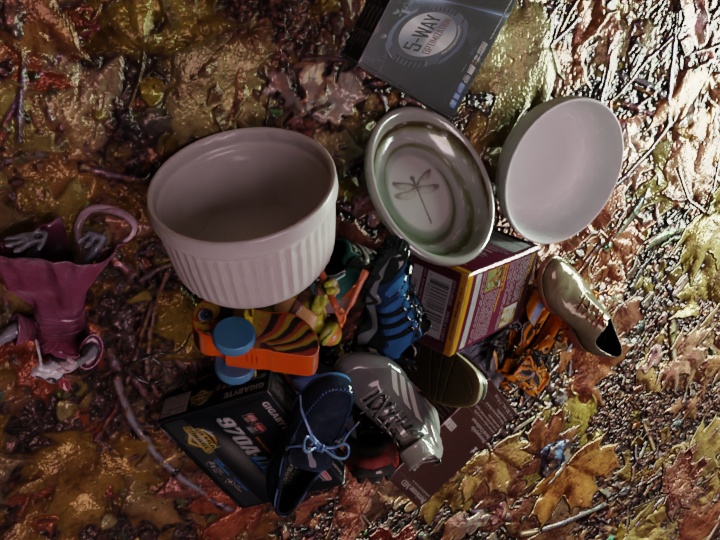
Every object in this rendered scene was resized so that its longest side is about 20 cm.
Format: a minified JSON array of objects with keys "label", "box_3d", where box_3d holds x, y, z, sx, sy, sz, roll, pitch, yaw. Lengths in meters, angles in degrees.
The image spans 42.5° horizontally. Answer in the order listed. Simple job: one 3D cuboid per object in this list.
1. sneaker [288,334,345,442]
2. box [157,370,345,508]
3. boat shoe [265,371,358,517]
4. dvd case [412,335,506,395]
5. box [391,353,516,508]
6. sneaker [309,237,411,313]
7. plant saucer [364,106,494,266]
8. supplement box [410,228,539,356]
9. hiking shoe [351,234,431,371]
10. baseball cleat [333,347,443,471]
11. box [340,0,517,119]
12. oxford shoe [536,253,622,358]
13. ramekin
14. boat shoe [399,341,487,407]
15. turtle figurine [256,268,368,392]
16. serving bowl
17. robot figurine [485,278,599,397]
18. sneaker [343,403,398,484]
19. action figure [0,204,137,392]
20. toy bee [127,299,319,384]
[{"label":"sneaker","box_3d":[-0.055,0.141,1.185,0.111,0.077,0.200,-41,123,6]},{"label":"box","box_3d":[-0.130,0.211,1.147,0.157,0.046,0.201,-17,130,19]},{"label":"boat shoe","box_3d":[-0.051,0.206,1.065,0.083,0.069,0.202,9,125,-17]},{"label":"dvd case","box_3d":[0.130,0.168,1.352,0.199,0.018,0.144,-35,127,-10]},{"label":"box","box_3d":[0.115,0.228,1.318,0.200,0.075,0.100,-43,129,-1]},{"label":"sneaker","box_3d":[0.000,0.000,1.150,0.197,0.071,0.081,-9,123,-26]},{"label":"plant saucer","box_3d":[0.075,-0.096,1.117,0.198,0.050,0.203,15,63,-32]},{"label":"supplement box","box_3d":[0.141,0.021,1.192,0.199,0.085,0.112,-18,126,-53]},{"label":"hiking shoe","box_3d":[0.046,0.036,1.076,0.201,0.086,0.075,100,10,-51]},{"label":"baseball cleat","box_3d":[0.045,0.170,1.097,0.069,0.107,0.199,-36,132,18]},{"label":"box","box_3d":[0.090,-0.299,1.066,0.159,0.043,0.202,22,102,-38]},{"label":"oxford shoe","box_3d":[0.312,0.050,1.293,0.071,0.074,0.200,-52,128,-11]},{"label":"ramekin","box_3d":[-0.117,-0.052,0.976,0.198,0.200,0.106,-24,134,-18]},{"label":"boat shoe","box_3d":[0.094,0.123,1.198,0.065,0.199,0.073,6,97,-42]},{"label":"turtle figurine","box_3d":[-0.077,0.038,1.074,0.160,0.065,0.201,32,126,2]},{"label":"serving bowl","box_3d":[0.255,-0.140,1.237,0.198,0.066,0.203,-14,121,-24]},{"label":"robot figurine","box_3d":[0.263,0.093,1.355,0.144,0.058,0.202,34,84,-38]},{"label":"sneaker","box_3d":[0.012,0.193,1.193,0.070,0.201,0.099,-3,111,1]},{"label":"action figure","box_3d":[-0.322,0.038,0.978,0.149,0.132,0.202,-58,162,-50]},{"label":"toy bee","box_3d":[-0.144,0.061,1.023,0.197,0.110,0.131,15,134,-21]}]
